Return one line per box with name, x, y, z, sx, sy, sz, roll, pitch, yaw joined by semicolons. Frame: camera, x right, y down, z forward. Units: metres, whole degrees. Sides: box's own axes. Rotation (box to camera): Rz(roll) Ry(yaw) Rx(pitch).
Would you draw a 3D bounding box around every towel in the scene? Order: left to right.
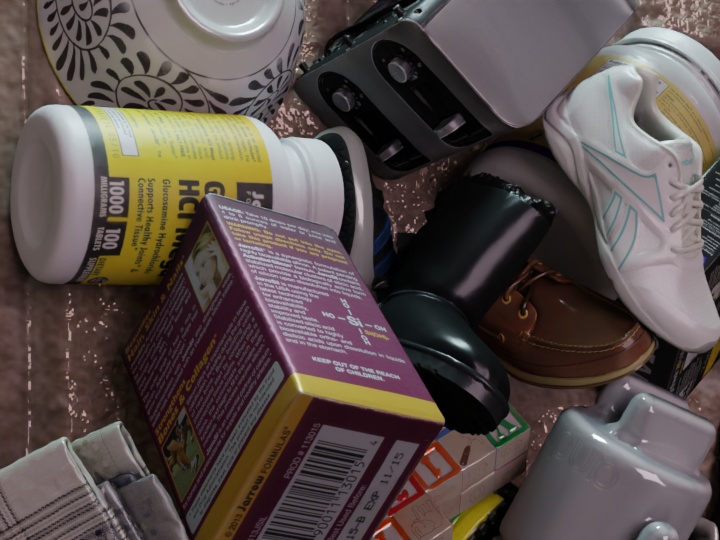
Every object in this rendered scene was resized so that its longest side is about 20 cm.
towel;-0.173;0.206;0.939;0.199;0.035;0.193;-28;90;0

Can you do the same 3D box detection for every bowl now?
bowl;-0.109;-0.184;1.161;0.200;0.094;0.202;7;75;-30

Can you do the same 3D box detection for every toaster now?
toaster;0.075;-0.168;1.217;0.119;0.181;0.200;50;62;-13

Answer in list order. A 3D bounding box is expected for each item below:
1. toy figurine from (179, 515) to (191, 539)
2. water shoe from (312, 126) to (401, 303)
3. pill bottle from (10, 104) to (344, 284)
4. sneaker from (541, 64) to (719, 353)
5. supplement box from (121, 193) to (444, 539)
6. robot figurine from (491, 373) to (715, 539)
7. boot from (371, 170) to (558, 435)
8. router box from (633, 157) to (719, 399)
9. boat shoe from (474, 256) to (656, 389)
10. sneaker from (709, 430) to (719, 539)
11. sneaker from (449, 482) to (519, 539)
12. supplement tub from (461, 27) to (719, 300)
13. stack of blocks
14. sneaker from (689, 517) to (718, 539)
toy figurine;-0.181;0.188;1.014;0.183;0.150;0.201;31;89;-11
water shoe;0.000;0.000;1.213;0.079;0.071;0.201;-3;86;-51
pill bottle;-0.116;-0.047;1.117;0.199;0.112;0.113;0;80;-30
sneaker;0.192;-0.042;1.131;0.070;0.080;0.201;-11;73;-55
supplement box;-0.053;0.069;1.023;0.103;0.131;0.200;14;29;-32
robot figurine;0.156;0.170;1.141;0.112;0.170;0.201;24;99;-17
boot;0.068;0.016;1.092;0.073;0.198;0.163;47;72;-21
router box;0.256;0.008;1.282;0.052;0.201;0.157;33;57;22
boat shoe;0.113;0.028;1.181;0.072;0.199;0.068;-41;124;-27
sneaker;0.325;0.200;1.351;0.087;0.076;0.201;29;67;-29
sneaker;0.018;0.202;1.180;0.085;0.078;0.200;37;65;22
supplement tub;0.182;-0.076;1.279;0.200;0.145;0.146;-43;102;-30
stack of blocks;0.015;0.147;1.132;0.199;0.059;0.115;-30;58;-20
sneaker;0.171;0.197;1.246;0.199;0.093;0.071;1;79;-30
